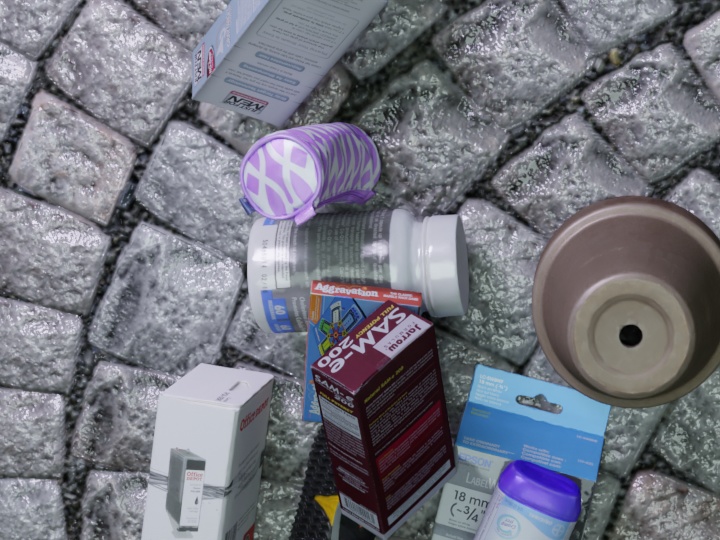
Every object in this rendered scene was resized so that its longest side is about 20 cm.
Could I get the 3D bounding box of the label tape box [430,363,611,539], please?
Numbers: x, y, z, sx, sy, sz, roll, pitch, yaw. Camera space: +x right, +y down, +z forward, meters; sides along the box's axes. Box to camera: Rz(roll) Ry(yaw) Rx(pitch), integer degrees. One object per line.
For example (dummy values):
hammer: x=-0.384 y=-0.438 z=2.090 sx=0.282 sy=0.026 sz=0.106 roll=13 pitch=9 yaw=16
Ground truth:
label tape box: x=0.154 y=0.209 z=1.702 sx=0.143 sy=0.063 sz=0.201 roll=14 pitch=102 yaw=7

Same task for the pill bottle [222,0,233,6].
pill bottle: x=-0.041 y=-0.319 z=1.615 sx=0.199 sy=0.116 sz=0.117 roll=-12 pitch=98 yaw=12

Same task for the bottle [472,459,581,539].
bottle: x=0.139 y=0.282 z=1.651 sx=0.083 sy=0.065 sz=0.201 roll=23 pitch=103 yaw=2

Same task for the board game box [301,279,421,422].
board game box: x=-0.001 y=0.084 z=1.662 sx=0.102 sy=0.020 sz=0.201 roll=6 pitch=140 yaw=0

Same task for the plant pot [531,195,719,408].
plant pot: x=0.251 y=0.040 z=1.598 sx=0.199 sy=0.175 sz=0.202 roll=1 pitch=99 yaw=9

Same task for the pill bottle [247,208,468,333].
pill bottle: x=0.000 y=0.000 z=1.666 sx=0.199 sy=0.114 sz=0.115 roll=-3 pitch=99 yaw=11

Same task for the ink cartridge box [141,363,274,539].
ink cartridge box: x=-0.151 y=0.205 z=1.712 sx=0.082 sy=0.147 sz=0.201 roll=10 pitch=101 yaw=10

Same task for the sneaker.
sneaker: x=-0.005 y=0.213 z=1.724 sx=0.070 sy=0.090 sz=0.201 roll=32 pitch=111 yaw=38

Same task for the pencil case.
pencil case: x=-0.041 y=-0.092 z=1.615 sx=0.084 sy=0.200 sz=0.086 roll=-43 pitch=85 yaw=20

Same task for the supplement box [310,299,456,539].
supplement box: x=0.024 y=0.139 z=1.599 sx=0.061 sy=0.109 sz=0.201 roll=28 pitch=143 yaw=35

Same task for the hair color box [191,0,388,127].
hair color box: x=-0.068 y=-0.221 z=1.599 sx=0.098 sy=0.061 sz=0.200 roll=16 pitch=141 yaw=-27
